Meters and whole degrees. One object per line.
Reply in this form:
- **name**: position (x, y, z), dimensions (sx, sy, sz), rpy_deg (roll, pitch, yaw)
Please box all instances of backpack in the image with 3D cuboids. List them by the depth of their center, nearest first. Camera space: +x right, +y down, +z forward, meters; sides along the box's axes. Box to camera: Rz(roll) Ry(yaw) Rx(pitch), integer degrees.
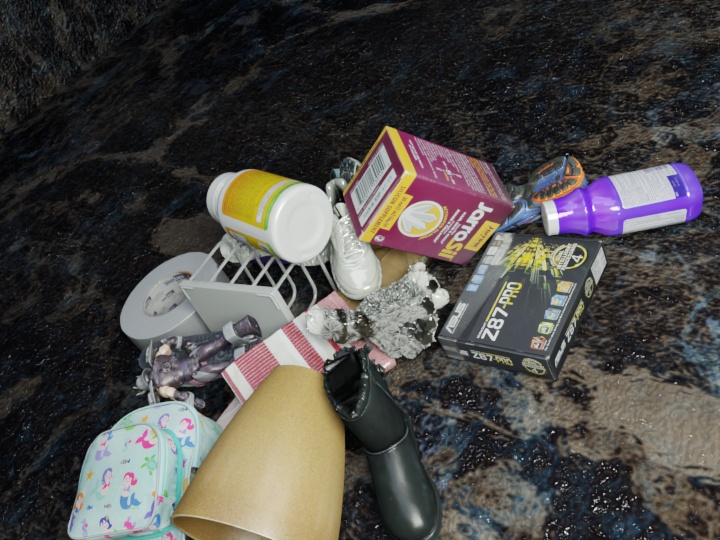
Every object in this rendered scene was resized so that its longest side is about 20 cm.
- **backpack**: position (-0.262, 0.269, 0.867), dimensions (0.175, 0.151, 0.202), rpy_deg (-15, 48, 22)

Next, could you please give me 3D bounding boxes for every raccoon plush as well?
- **raccoon plush**: position (0.028, 0.035, 0.932), dimensions (0.197, 0.098, 0.135), rpy_deg (15, 30, -11)

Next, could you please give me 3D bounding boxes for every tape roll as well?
- **tape roll**: position (-0.324, 0.061, 1.210), dimensions (0.198, 0.066, 0.202), rpy_deg (-18, 41, 16)

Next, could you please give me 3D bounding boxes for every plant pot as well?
- **plant pot**: position (-0.091, 0.218, 0.779), dimensions (0.184, 0.187, 0.202), rpy_deg (-3, 53, 30)

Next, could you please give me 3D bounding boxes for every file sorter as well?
- **file sorter**: position (-0.152, 0.036, 1.071), dimensions (0.198, 0.140, 0.125), rpy_deg (4, 46, 35)

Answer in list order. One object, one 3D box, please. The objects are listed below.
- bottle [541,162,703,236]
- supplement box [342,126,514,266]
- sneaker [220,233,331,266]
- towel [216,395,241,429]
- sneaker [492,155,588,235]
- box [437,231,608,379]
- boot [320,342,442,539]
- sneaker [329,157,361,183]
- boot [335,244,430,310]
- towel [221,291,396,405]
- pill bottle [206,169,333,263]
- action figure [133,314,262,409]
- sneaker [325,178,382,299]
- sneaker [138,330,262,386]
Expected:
- **bottle**: position (0.346, -0.088, 0.915), dimensions (0.197, 0.066, 0.084), rpy_deg (-12, 43, 6)
- **supplement box**: position (0.095, -0.100, 0.971), dimensions (0.131, 0.198, 0.104), rpy_deg (-54, 39, 34)
- **sneaker**: position (-0.138, -0.046, 1.200), dimensions (0.197, 0.071, 0.099), rpy_deg (3, 2, 8)
- **towel**: position (-0.116, 0.213, 0.942), dimensions (0.190, 0.032, 0.201), rpy_deg (15, 57, 41)
- **sneaker**: position (0.247, -0.092, 1.008), dimensions (0.198, 0.078, 0.076), rpy_deg (-21, 55, 37)
- **box**: position (0.216, 0.038, 0.901), dimensions (0.160, 0.049, 0.201), rpy_deg (7, 52, 42)
- **boot**: position (0.022, 0.192, 0.770), dimensions (0.073, 0.163, 0.199), rpy_deg (-23, 39, 9)
- **sneaker**: position (0.004, -0.154, 1.176), dimensions (0.085, 0.079, 0.200), rpy_deg (-3, 8, -15)
- **boot**: position (0.000, 0.000, 1.047), dimensions (0.174, 0.066, 0.201), rpy_deg (26, 64, 30)
- **towel**: position (-0.070, 0.133, 0.922), dimensions (0.199, 0.023, 0.144), rpy_deg (-34, 60, -17)
- **pill bottle**: position (-0.142, -0.088, 1.009), dimensions (0.199, 0.112, 0.111), rpy_deg (21, 61, 44)
- **action figure**: position (-0.233, 0.138, 0.977), dimensions (0.197, 0.070, 0.131), rpy_deg (-19, 63, 0)
- **sneaker**: position (-0.019, -0.048, 1.002), dimensions (0.074, 0.081, 0.202), rpy_deg (-16, 57, 1)
- **sneaker**: position (-0.237, 0.145, 1.063), dimensions (0.197, 0.083, 0.071), rpy_deg (-3, 48, 7)
